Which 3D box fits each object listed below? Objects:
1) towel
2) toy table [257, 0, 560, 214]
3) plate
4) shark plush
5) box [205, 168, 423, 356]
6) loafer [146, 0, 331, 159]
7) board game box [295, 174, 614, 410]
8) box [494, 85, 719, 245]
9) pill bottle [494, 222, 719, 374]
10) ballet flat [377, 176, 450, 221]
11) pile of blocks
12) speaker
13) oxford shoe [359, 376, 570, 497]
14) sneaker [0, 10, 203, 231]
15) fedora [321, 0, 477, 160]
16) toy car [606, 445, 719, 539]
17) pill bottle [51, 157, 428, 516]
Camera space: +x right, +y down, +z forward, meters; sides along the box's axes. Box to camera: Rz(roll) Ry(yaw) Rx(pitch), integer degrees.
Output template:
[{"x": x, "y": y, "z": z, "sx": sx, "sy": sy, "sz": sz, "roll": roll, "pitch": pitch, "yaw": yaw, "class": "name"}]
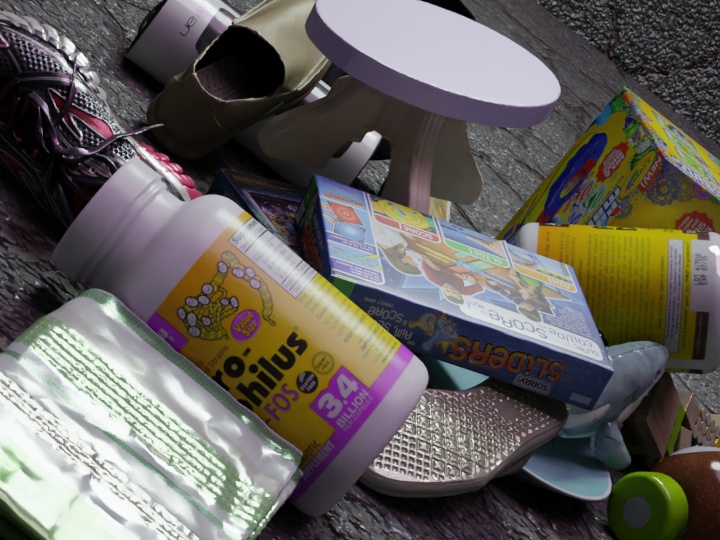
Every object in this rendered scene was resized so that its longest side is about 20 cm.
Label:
[{"x": -0.114, "y": 0.089, "z": 0.887, "sx": 0.149, "sy": 0.031, "sz": 0.200, "roll": 39, "pitch": 24, "yaw": 1, "class": "towel"}, {"x": 0.033, "y": -0.112, "z": 1.364, "sx": 0.198, "sy": 0.118, "sz": 0.185, "roll": 19, "pitch": 31, "yaw": -20, "class": "toy table"}, {"x": 0.096, "y": 0.098, "z": 1.356, "sx": 0.199, "sy": 0.026, "sz": 0.200, "roll": 36, "pitch": 18, "yaw": -13, "class": "plate"}, {"x": 0.146, "y": 0.068, "z": 1.352, "sx": 0.199, "sy": 0.083, "sz": 0.091, "roll": 25, "pitch": 23, "yaw": -44, "class": "shark plush"}, {"x": 0.000, "y": 0.000, "z": 1.311, "sx": 0.199, "sy": 0.038, "sz": 0.137, "roll": 11, "pitch": 30, "yaw": -42, "class": "box"}, {"x": -0.071, "y": -0.151, "z": 1.392, "sx": 0.076, "sy": 0.067, "sz": 0.200, "roll": 47, "pitch": 52, "yaw": -4, "class": "loafer"}, {"x": 0.058, "y": 0.013, "z": 1.239, "sx": 0.198, "sy": 0.035, "sz": 0.136, "roll": 19, "pitch": 26, "yaw": -16, "class": "board game box"}, {"x": 0.221, "y": -0.020, "z": 1.630, "sx": 0.122, "sy": 0.200, "sz": 0.193, "roll": 35, "pitch": 16, "yaw": -17, "class": "box"}, {"x": 0.180, "y": 0.020, "z": 1.469, "sx": 0.198, "sy": 0.110, "sz": 0.109, "roll": 3, "pitch": 16, "yaw": 6, "class": "pill bottle"}, {"x": 0.047, "y": -0.048, "z": 1.575, "sx": 0.071, "sy": 0.071, "sz": 0.200, "roll": 39, "pitch": 16, "yaw": -4, "class": "ballet flat"}, {"x": 0.245, "y": 0.138, "z": 1.555, "sx": 0.062, "sy": 0.083, "sz": 0.200, "roll": 0, "pitch": -20, "yaw": 32, "class": "pile of blocks"}, {"x": -0.083, "y": -0.138, "z": 1.473, "sx": 0.199, "sy": 0.081, "sz": 0.081, "roll": 38, "pitch": 16, "yaw": -11, "class": "speaker"}, {"x": 0.058, "y": 0.108, "z": 1.191, "sx": 0.199, "sy": 0.058, "sz": 0.075, "roll": -14, "pitch": 64, "yaw": -50, "class": "oxford shoe"}, {"x": -0.172, "y": -0.075, "z": 1.108, "sx": 0.200, "sy": 0.081, "sz": 0.075, "roll": 40, "pitch": 18, "yaw": -2, "class": "sneaker"}, {"x": 0.019, "y": -0.148, "z": 1.560, "sx": 0.200, "sy": 0.201, "sz": 0.092, "roll": 29, "pitch": 26, "yaw": -33, "class": "fedora"}, {"x": 0.306, "y": 0.149, "z": 1.361, "sx": 0.164, "sy": 0.200, "sz": 0.158, "roll": 9, "pitch": 35, "yaw": -54, "class": "toy car"}, {"x": -0.067, "y": 0.032, "z": 1.022, "sx": 0.200, "sy": 0.104, "sz": 0.104, "roll": 40, "pitch": 16, "yaw": 0, "class": "pill bottle"}]
